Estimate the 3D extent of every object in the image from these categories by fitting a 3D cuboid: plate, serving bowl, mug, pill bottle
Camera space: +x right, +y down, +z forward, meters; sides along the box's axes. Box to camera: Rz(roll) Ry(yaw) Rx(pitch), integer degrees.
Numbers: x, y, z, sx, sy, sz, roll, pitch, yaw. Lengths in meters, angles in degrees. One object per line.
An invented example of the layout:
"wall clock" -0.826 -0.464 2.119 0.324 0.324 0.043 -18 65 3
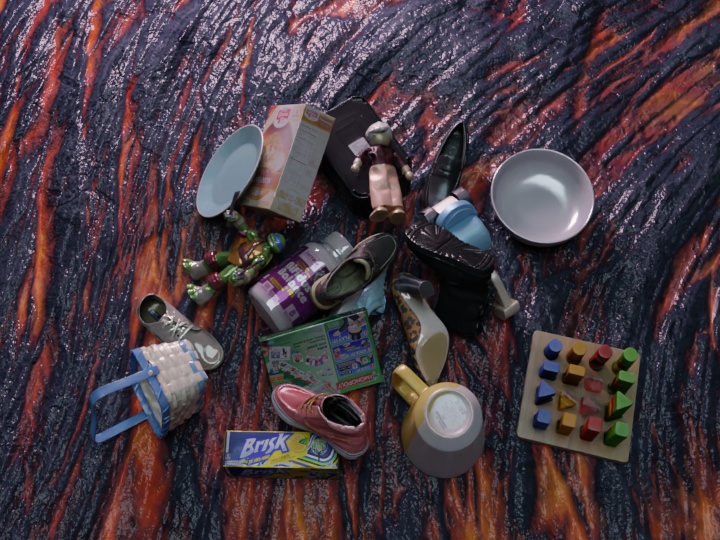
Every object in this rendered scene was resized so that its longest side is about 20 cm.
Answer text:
"plate" -0.244 -0.186 1.742 0.025 0.198 0.203 32 63 -34
"serving bowl" 0.345 -0.131 1.750 0.196 0.066 0.204 0 67 1
"mug" 0.127 0.256 1.540 0.183 0.154 0.152 14 68 7
"pill bottle" -0.098 0.021 1.663 0.199 0.113 0.112 -39 72 -15

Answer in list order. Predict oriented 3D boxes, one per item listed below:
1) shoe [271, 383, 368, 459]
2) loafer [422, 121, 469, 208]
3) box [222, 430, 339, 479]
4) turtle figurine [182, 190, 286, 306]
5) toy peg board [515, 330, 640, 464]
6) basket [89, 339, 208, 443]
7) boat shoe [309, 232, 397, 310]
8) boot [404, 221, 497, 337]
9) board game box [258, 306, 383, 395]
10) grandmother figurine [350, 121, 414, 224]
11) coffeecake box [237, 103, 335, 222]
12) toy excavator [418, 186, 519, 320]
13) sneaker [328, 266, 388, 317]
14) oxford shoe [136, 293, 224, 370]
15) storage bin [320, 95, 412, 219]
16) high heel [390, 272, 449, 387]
"shoe" -0.069 0.230 1.521 0.198 0.092 0.071 30 54 24
"loafer" 0.167 -0.199 1.778 0.067 0.071 0.203 16 68 8
"box" -0.134 0.317 1.560 0.196 0.070 0.065 0 62 0
"turtle figurine" -0.244 -0.035 1.647 0.192 0.200 0.146 -30 83 13
"toy peg board" 0.390 0.207 1.589 0.195 0.098 0.203 13 67 5
"basket" -0.367 0.215 1.554 0.198 0.177 0.140 -27 69 -31
"boat shoe" -0.001 -0.001 1.610 0.200 0.066 0.072 -37 99 -26
"boot" 0.157 0.018 1.640 0.196 0.165 0.073 28 46 27
"board game box" -0.069 0.158 1.612 0.196 0.029 0.137 -15 103 -7
"grandmother figurine" 0.038 -0.187 1.684 0.119 0.061 0.203 10 61 -26
"coffeecake box" -0.140 -0.202 1.703 0.072 0.153 0.203 21 86 -30
"toy excavator" 0.209 -0.024 1.679 0.099 0.196 0.200 -29 41 -12
"sneaker" 0.017 0.040 1.689 0.082 0.074 0.201 41 65 -15
"oxford shoe" -0.333 0.112 1.657 0.199 0.058 0.075 37 69 13
"storage bin" -0.001 -0.220 1.776 0.134 0.094 0.201 -31 69 -12
"high heel" 0.102 0.106 1.668 0.070 0.142 0.204 -10 100 -20
